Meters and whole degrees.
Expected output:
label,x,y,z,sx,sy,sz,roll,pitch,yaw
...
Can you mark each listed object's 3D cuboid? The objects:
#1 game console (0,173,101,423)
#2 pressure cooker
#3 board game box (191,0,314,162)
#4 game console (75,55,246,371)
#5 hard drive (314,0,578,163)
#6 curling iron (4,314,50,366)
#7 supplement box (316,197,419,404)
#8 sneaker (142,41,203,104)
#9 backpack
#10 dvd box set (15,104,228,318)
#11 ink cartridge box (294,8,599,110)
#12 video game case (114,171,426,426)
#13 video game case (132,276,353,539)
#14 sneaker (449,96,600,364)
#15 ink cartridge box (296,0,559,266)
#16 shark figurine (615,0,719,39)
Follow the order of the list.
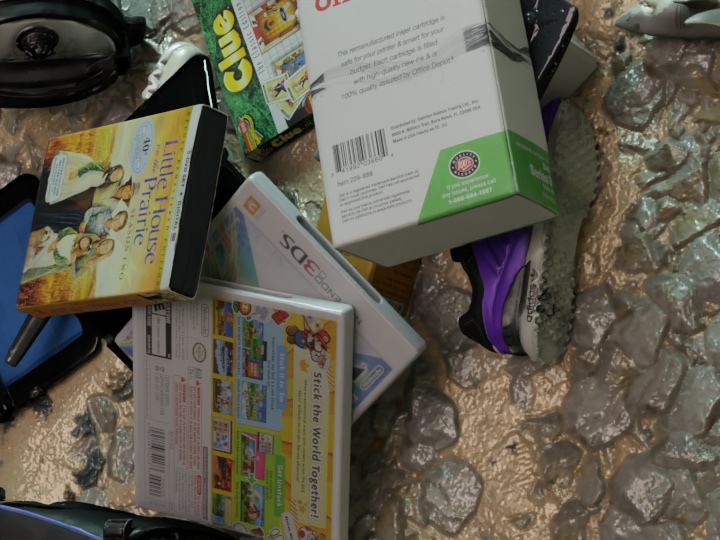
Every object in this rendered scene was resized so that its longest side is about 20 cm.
label,x,y,z,sx,sy,sz,roll,pitch,yaw
game console,-0.353,0.026,1.688,0.117,0.175,0.201,-55,51,43
pressure cooker,-0.298,-0.233,1.677,0.175,0.178,0.201,-23,66,22
board game box,-0.083,-0.202,1.629,0.105,0.023,0.201,-32,63,24
game console,-0.145,-0.037,1.538,0.176,0.116,0.200,45,121,-10
hard drive,0.067,-0.132,1.406,0.135,0.042,0.200,38,100,30
curling iron,-0.253,-0.006,1.655,0.026,0.050,0.200,32,83,2
supplement box,0.000,0.000,1.500,0.066,0.069,0.201,14,84,34
sneaker,-0.144,-0.092,1.615,0.081,0.075,0.201,4,88,25
backpack,-0.188,0.257,1.472,0.182,0.200,0.148,8,84,32
dvd box set,-0.185,-0.042,1.459,0.200,0.029,0.147,-6,70,47
ink cartridge box,0.064,-0.182,1.493,0.146,0.084,0.200,-48,61,14
video game case,-0.073,0.055,1.453,0.182,0.022,0.200,46,122,5
video game case,-0.091,0.106,1.456,0.181,0.023,0.201,11,111,23
sneaker,0.114,-0.035,1.435,0.099,0.069,0.201,6,80,35
ink cartridge box,0.046,-0.121,1.341,0.145,0.084,0.201,-16,73,26
shark figurine,0.275,-0.167,1.352,0.128,0.215,0.090,-21,106,-4
